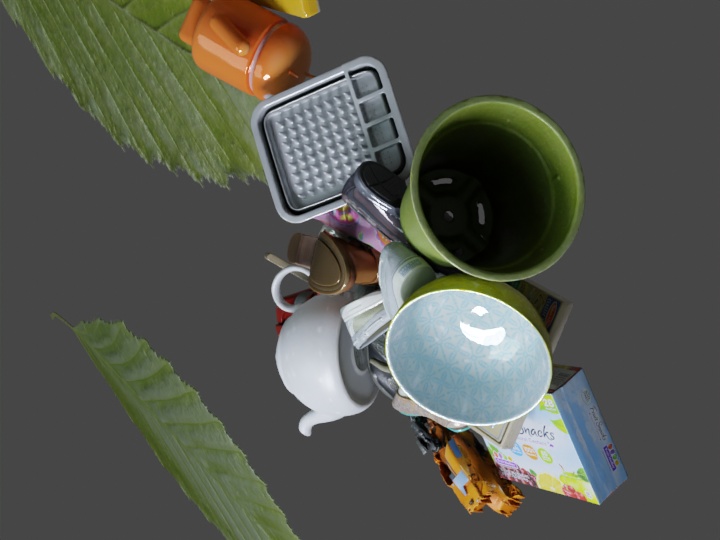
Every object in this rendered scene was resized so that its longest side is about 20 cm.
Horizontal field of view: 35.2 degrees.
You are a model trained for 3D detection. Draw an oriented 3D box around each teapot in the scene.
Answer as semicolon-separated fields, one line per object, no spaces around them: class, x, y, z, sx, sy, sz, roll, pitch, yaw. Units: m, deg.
teapot;-0.062;0.121;1.699;0.145;0.202;0.198;-2;150;26

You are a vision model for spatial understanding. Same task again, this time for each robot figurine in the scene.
robot figurine;-0.151;-0.304;1.557;0.199;0.117;0.144;29;151;16
robot figurine;0.149;0.259;1.629;0.058;0.144;0.201;-47;52;22

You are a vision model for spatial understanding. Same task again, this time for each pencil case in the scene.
pencil case;0.014;-0.076;1.516;0.199;0.087;0.088;25;140;22

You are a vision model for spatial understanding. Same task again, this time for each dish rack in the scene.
dish rack;-0.033;-0.166;1.472;0.043;0.198;0.173;3;-112;-71

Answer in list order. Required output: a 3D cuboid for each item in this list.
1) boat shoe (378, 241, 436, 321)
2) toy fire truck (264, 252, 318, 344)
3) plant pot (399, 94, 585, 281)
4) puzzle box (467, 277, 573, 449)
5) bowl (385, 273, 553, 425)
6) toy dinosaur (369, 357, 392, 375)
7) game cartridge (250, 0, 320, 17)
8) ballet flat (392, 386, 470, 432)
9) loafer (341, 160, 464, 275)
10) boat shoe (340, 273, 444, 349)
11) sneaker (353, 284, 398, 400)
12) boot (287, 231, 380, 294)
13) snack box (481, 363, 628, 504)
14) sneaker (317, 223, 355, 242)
boat shoe;0.062;0.034;1.421;0.072;0.070;0.201;52;166;33
toy fire truck;-0.091;0.055;1.849;0.176;0.128;0.202;-2;104;60
plant pot;0.125;-0.077;1.298;0.201;0.199;0.190;60;164;-1
puzzle box;0.173;0.104;1.418;0.133;0.025;0.202;30;104;42
bowl;0.137;0.074;1.350;0.198;0.108;0.202;9;127;13
toy dinosaur;0.085;0.120;1.527;0.199;0.088;0.048;-20;106;29
game cartridge;-0.132;-0.447;1.505;0.176;0.032;0.201;27;140;46
ballet flat;0.097;0.168;1.569;0.199;0.068;0.068;6;122;61
loafer;0.062;-0.055;1.420;0.200;0.072;0.063;41;138;-9
boat shoe;0.065;0.045;1.536;0.201;0.074;0.065;-23;82;26
sneaker;0.059;0.114;1.641;0.114;0.076;0.201;21;130;57
boot;0.000;0.000;1.523;0.200;0.154;0.077;-164;87;-67
snack box;0.234;0.203;1.486;0.199;0.067;0.170;2;121;57
sneaker;-0.018;-0.065;1.619;0.070;0.093;0.201;41;148;30
